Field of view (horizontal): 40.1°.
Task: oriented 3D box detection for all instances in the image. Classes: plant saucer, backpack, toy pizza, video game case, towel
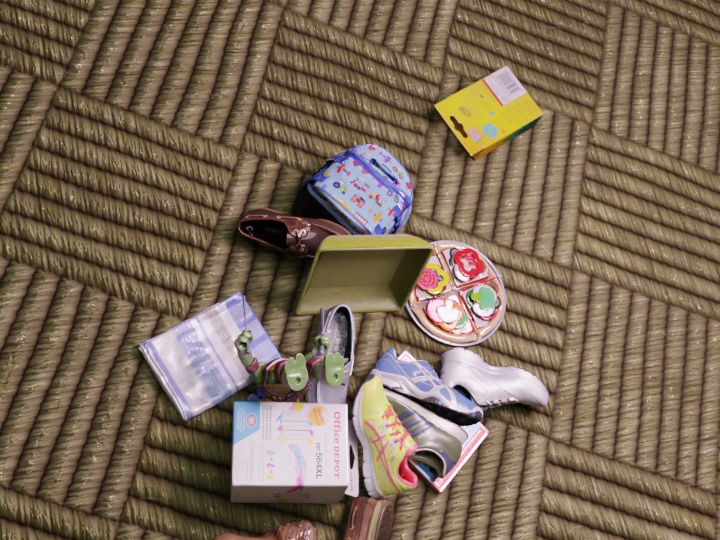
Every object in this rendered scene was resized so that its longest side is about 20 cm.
[{"bbox_3d":[0.000,0.000,1.625,0.197,0.200,0.048,-1,58,-18],"label":"plant saucer"},{"bbox_3d":[0.010,-0.133,1.721,0.183,0.135,0.200,45,59,4],"label":"backpack"},{"bbox_3d":[0.170,0.035,1.752,0.197,0.032,0.203,7,65,-15],"label":"toy pizza"},{"bbox_3d":[0.101,0.250,1.645,0.200,0.017,0.143,44,62,5],"label":"video game case"},{"bbox_3d":[-0.238,0.134,1.588,0.199,0.024,0.148,-29,79,-26],"label":"towel"}]

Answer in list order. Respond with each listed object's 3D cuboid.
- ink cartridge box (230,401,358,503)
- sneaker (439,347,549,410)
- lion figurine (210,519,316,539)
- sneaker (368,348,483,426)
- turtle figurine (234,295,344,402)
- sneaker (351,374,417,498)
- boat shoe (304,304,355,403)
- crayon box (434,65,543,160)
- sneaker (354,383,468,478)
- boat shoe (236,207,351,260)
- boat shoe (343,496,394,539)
[{"bbox_3d":[-0.097,0.277,1.498,0.197,0.126,0.130,1,66,-8],"label":"ink cartridge box"},{"bbox_3d":[0.223,0.202,1.675,0.197,0.075,0.088,17,60,0],"label":"sneaker"},{"bbox_3d":[-0.163,0.422,1.460,0.197,0.073,0.124,8,58,-9],"label":"lion figurine"},{"bbox_3d":[0.111,0.191,1.609,0.198,0.076,0.078,24,61,5],"label":"sneaker"},{"bbox_3d":[-0.111,0.116,1.511,0.143,0.193,0.202,36,73,-27],"label":"turtle figurine"},{"bbox_3d":[0.045,0.254,1.524,0.078,0.089,0.203,-40,123,-59],"label":"sneaker"},{"bbox_3d":[-0.047,0.151,1.608,0.069,0.072,0.204,10,71,-12],"label":"boat shoe"},{"bbox_3d":[0.241,-0.300,1.911,0.199,0.051,0.128,-30,78,-27],"label":"crayon box"},{"bbox_3d":[0.072,0.262,1.582,0.198,0.067,0.091,26,63,-3],"label":"sneaker"},{"bbox_3d":[-0.111,-0.055,1.647,0.197,0.070,0.072,12,104,18],"label":"boat shoe"},{"bbox_3d":[-0.009,0.444,1.506,0.067,0.072,0.202,10,68,25],"label":"boat shoe"}]
